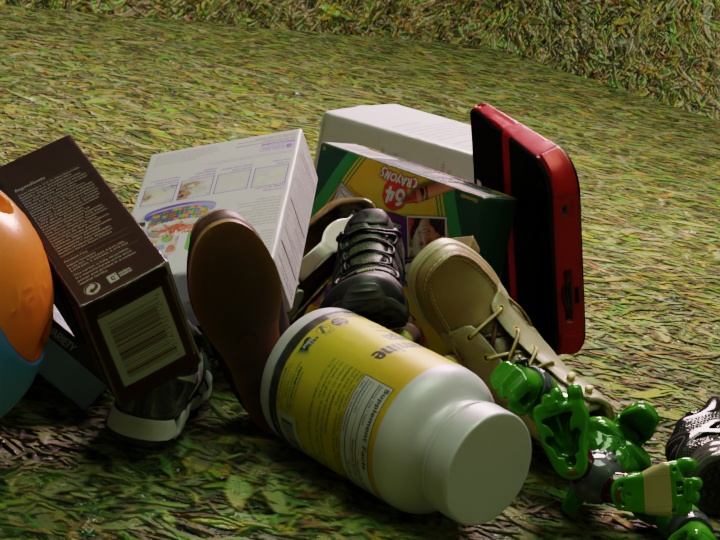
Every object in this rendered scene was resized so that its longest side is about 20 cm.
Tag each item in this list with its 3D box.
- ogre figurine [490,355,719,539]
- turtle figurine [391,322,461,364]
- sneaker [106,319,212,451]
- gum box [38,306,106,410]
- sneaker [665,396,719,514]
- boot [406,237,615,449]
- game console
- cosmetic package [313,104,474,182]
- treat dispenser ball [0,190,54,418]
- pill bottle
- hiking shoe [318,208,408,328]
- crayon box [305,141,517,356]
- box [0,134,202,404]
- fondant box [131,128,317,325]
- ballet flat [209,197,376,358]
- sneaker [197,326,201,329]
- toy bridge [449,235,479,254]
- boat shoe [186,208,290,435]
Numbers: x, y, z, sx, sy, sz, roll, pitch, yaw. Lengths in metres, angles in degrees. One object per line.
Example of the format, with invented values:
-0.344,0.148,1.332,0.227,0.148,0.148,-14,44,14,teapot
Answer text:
0.180,0.138,1.343,0.199,0.099,0.120,21,0,6,ogre figurine
0.024,0.084,1.532,0.199,0.065,0.161,14,15,15,turtle figurine
-0.148,0.066,1.421,0.066,0.091,0.200,12,14,2,sneaker
-0.266,0.013,1.472,0.170,0.045,0.200,42,7,-14,gum box
0.336,0.148,1.488,0.198,0.077,0.114,1,23,-17,sneaker
0.125,0.072,1.462,0.073,0.200,0.155,-38,38,-6,boot
0.151,-0.036,1.664,0.031,0.201,0.177,-13,26,-17,game console
0.067,-0.076,1.989,0.199,0.166,0.165,18,15,27,cosmetic package
-0.310,0.023,1.248,0.199,0.202,0.201,10,14,-2,treat dispenser ball
0.027,0.108,1.339,0.112,0.113,0.200,-2,19,-42,pill bottle
0.000,0.000,1.501,0.075,0.101,0.200,-7,-2,2,hiking shoe
0.034,-0.009,1.684,0.199,0.174,0.058,21,14,38,crayon box
-0.195,-0.004,1.339,0.075,0.101,0.200,-28,42,-15,box
-0.122,-0.036,1.563,0.143,0.059,0.200,-9,34,13,fondant box
-0.053,0.002,1.584,0.068,0.200,0.072,48,-25,-1,ballet flat
-0.144,-0.008,1.667,0.199,0.116,0.076,15,15,16,sneaker
0.104,0.047,1.580,0.067,0.200,0.027,-5,48,29,toy bridge
-0.091,0.034,1.400,0.070,0.201,0.070,-18,35,-7,boat shoe
